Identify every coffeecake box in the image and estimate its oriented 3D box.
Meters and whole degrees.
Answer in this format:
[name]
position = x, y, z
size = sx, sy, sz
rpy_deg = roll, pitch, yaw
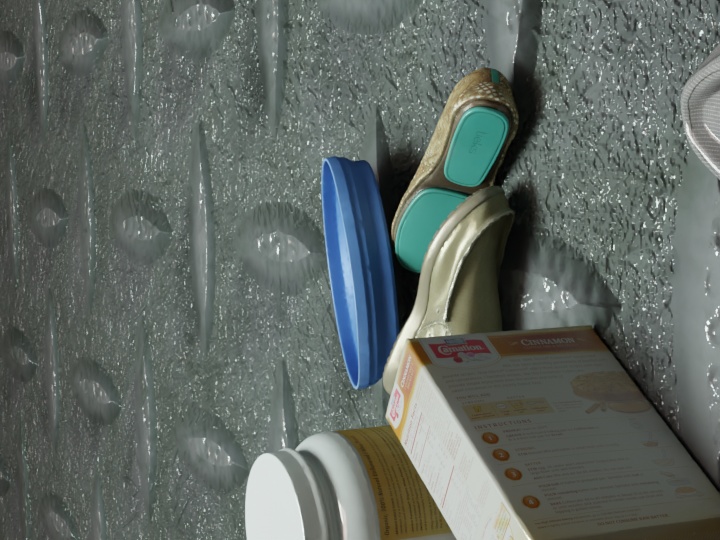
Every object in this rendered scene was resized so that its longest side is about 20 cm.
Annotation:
[coffeecake box]
position = 0.127, 0.128, 1.088
size = 0.200, 0.152, 0.074
rpy_deg = -122, 37, -47

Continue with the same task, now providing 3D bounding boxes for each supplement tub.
[supplement tub]
position = 0.024, 0.192, 1.266
size = 0.144, 0.198, 0.146
rpy_deg = 177, 90, -65

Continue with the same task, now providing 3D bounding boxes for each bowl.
[bowl]
position = 0.000, 0.000, 1.421
size = 0.201, 0.039, 0.203
rpy_deg = 172, 90, -84

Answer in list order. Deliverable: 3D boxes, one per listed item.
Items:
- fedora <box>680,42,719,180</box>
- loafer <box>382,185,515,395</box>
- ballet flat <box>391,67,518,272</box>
[fedora]
position = 0.235, -0.082, 0.847
size = 0.200, 0.090, 0.178
rpy_deg = 29, 135, 51
[loafer]
position = 0.082, 0.027, 1.278
size = 0.068, 0.075, 0.201
rpy_deg = 34, 123, 23
[ballet flat]
position = 0.078, -0.081, 1.296
size = 0.201, 0.070, 0.066
rpy_deg = 119, 166, -46
